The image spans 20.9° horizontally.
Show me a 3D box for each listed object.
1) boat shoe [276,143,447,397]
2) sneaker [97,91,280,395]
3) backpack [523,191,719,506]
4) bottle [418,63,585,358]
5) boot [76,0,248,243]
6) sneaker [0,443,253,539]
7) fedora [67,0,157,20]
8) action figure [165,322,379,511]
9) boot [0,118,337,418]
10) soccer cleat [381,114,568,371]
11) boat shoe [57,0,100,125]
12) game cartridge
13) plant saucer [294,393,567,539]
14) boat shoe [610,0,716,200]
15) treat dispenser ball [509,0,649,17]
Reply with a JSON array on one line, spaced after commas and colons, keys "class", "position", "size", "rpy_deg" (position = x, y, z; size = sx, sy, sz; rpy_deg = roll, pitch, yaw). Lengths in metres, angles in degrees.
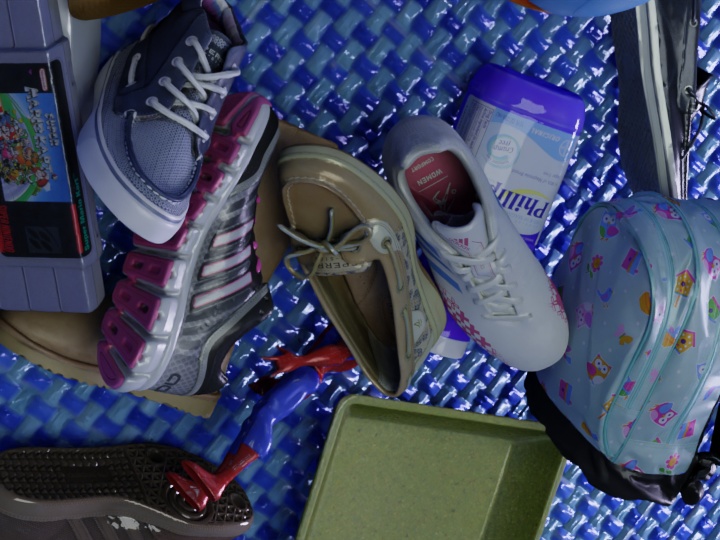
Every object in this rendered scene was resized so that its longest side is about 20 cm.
[{"class": "boat shoe", "position": [0.000, 0.000, 1.247], "size": [0.200, 0.073, 0.063], "rpy_deg": [57, 44, -40]}, {"class": "sneaker", "position": [-0.089, -0.010, 1.203], "size": [0.087, 0.074, 0.200], "rpy_deg": [25, 83, -39]}, {"class": "backpack", "position": [0.197, 0.044, 1.343], "size": [0.126, 0.167, 0.200], "rpy_deg": [-1, 126, -35]}, {"class": "bottle", "position": [0.084, -0.039, 1.344], "size": [0.083, 0.065, 0.200], "rpy_deg": [17, 101, -23]}, {"class": "boot", "position": [-0.111, -0.100, 1.142], "size": [0.073, 0.200, 0.090], "rpy_deg": [37, 110, -27]}, {"class": "sneaker", "position": [-0.171, 0.162, 1.309], "size": [0.200, 0.071, 0.076], "rpy_deg": [12, 130, -31]}, {"class": "fedora", "position": [-0.108, -0.226, 1.135], "size": [0.200, 0.201, 0.082], "rpy_deg": [-34, 88, -11]}, {"class": "action figure", "position": [-0.047, 0.079, 1.319], "size": [0.200, 0.065, 0.052], "rpy_deg": [-40, 85, -27]}, {"class": "boot", "position": [-0.128, -0.021, 1.256], "size": [0.175, 0.066, 0.200], "rpy_deg": [19, 97, -34]}, {"class": "soccer cleat", "position": [0.074, -0.009, 1.270], "size": [0.070, 0.086, 0.200], "rpy_deg": [-32, 106, 5]}, {"class": "boat shoe", "position": [-0.200, -0.175, 1.160], "size": [0.068, 0.072, 0.200], "rpy_deg": [1, 128, 9]}, {"class": "game cartridge", "position": [-0.225, -0.070, 1.161], "size": [0.038, 0.129, 0.200], "rpy_deg": [-48, 137, -58]}, {"class": "plant saucer", "position": [0.035, 0.185, 1.416], "size": [0.200, 0.048, 0.200], "rpy_deg": [10, 104, -29]}, {"class": "boat shoe", "position": [0.217, -0.124, 1.373], "size": [0.062, 0.075, 0.200], "rpy_deg": [-12, 109, -15]}, {"class": "treat dispenser ball", "position": [0.136, -0.258, 1.208], "size": [0.201, 0.201, 0.201], "rpy_deg": [-9, 112, -23]}]
